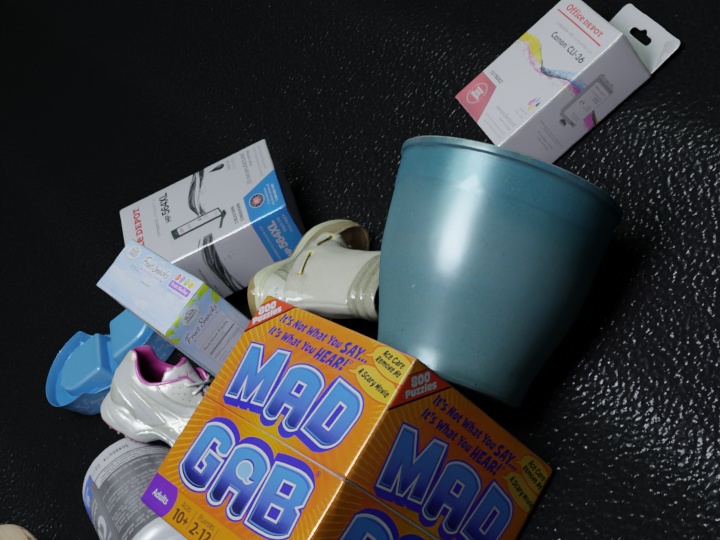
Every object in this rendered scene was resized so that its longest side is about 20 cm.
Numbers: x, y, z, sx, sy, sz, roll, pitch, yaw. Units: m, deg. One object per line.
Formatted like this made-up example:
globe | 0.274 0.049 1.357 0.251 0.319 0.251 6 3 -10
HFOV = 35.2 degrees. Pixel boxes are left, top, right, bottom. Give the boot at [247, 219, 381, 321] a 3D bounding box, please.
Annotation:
boot | 0.000 0.000 1.131 0.154 0.073 0.200 -2 20 31

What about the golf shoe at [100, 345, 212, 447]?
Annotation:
golf shoe | -0.163 0.143 1.125 0.075 0.199 0.092 -41 -29 -70

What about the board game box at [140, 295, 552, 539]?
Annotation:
board game box | -0.011 0.174 0.918 0.199 0.200 0.201 20 74 50

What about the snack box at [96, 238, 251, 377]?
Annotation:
snack box | -0.148 0.066 1.149 0.068 0.200 0.168 -54 38 -8

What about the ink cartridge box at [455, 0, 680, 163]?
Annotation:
ink cartridge box | 0.206 -0.199 1.136 0.200 0.067 0.117 -42 38 9

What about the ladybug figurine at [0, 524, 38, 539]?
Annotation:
ladybug figurine | -0.378 0.357 1.229 0.136 0.072 0.200 -52 37 -5

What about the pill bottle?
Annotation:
pill bottle | -0.190 0.256 1.096 0.114 0.114 0.200 -48 37 0

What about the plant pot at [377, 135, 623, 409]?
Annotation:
plant pot | 0.102 0.011 0.972 0.199 0.199 0.189 10 80 48

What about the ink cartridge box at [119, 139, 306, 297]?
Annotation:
ink cartridge box | -0.172 -0.045 1.326 0.199 0.085 0.146 -26 42 3

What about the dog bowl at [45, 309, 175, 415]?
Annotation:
dog bowl | -0.299 0.102 1.390 0.200 0.050 0.112 -37 39 14
